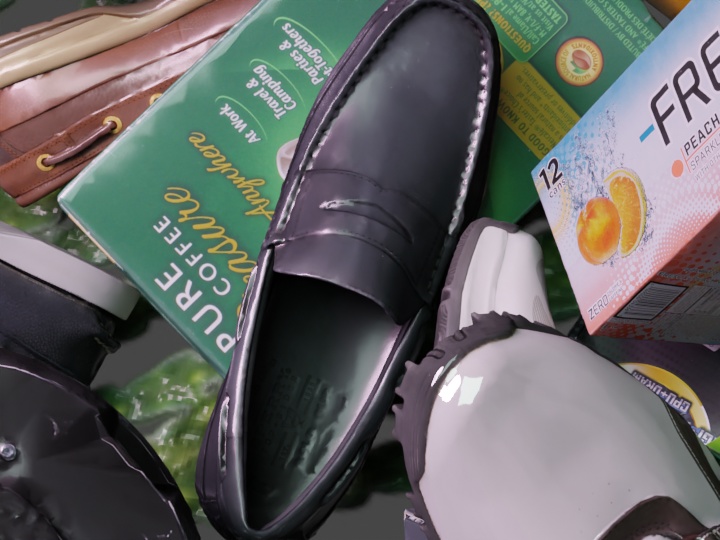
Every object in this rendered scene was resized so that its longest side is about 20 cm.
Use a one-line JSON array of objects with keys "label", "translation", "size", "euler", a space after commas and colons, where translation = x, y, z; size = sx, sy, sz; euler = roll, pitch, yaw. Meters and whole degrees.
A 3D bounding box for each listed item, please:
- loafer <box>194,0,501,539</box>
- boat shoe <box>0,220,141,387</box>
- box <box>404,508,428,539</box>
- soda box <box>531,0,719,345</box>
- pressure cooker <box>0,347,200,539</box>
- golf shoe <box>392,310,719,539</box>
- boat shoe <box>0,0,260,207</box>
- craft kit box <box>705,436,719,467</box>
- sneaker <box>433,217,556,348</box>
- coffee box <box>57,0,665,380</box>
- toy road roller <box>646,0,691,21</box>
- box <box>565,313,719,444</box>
[{"label": "loafer", "translation": [0.000, 0.000, 0.907], "size": [0.068, 0.070, 0.201], "euler": [21, 89, -6]}, {"label": "boat shoe", "translation": [-0.175, -0.006, 0.968], "size": [0.060, 0.200, 0.076], "euler": [-66, 19, -3]}, {"label": "box", "translation": [0.097, 0.161, 0.776], "size": [0.160, 0.044, 0.200], "euler": [-3, 93, -18]}, {"label": "soda box", "translation": [0.136, -0.057, 0.825], "size": [0.200, 0.063, 0.068], "euler": [-47, 49, 42]}, {"label": "pressure cooker", "translation": [-0.144, 0.120, 0.891], "size": [0.179, 0.200, 0.176], "euler": [40, 76, -4]}, {"label": "golf shoe", "translation": [0.089, 0.092, 0.699], "size": [0.078, 0.094, 0.200], "euler": [-42, 102, -11]}, {"label": "boat shoe", "translation": [-0.052, -0.079, 1.023], "size": [0.200, 0.072, 0.068], "euler": [-18, 95, 3]}, {"label": "craft kit box", "translation": [0.229, 0.076, 0.759], "size": [0.197, 0.049, 0.200], "euler": [-33, 102, -4]}, {"label": "sneaker", "translation": [0.076, 0.078, 0.861], "size": [0.115, 0.076, 0.201], "euler": [4, 60, -1]}, {"label": "coffee box", "translation": [0.003, -0.050, 0.965], "size": [0.123, 0.044, 0.200], "euler": [45, 87, -4]}, {"label": "toy road roller", "translation": [0.157, -0.141, 0.922], "size": [0.123, 0.146, 0.200], "euler": [-46, 60, -5]}, {"label": "box", "translation": [0.162, 0.057, 0.889], "size": [0.200, 0.044, 0.160], "euler": [31, 80, 29]}]
